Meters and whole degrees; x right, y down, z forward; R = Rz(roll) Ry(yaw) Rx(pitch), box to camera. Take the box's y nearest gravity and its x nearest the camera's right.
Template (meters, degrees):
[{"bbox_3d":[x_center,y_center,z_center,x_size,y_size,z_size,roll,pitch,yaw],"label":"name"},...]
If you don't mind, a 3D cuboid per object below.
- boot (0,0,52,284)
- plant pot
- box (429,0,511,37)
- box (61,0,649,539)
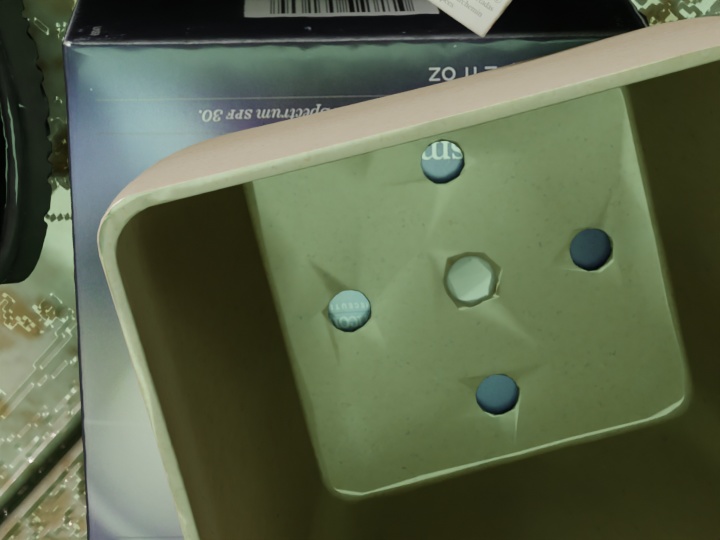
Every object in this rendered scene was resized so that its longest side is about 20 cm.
[{"bbox_3d":[-0.202,-0.083,0.865,0.158,0.079,0.212,-15,98,-24],"label":"boot"},{"bbox_3d":[0.042,0.026,0.752,0.199,0.177,0.200,-14,108,0],"label":"plant pot"},{"bbox_3d":[0.031,-0.125,0.821,0.041,0.200,0.039,35,106,-11],"label":"box"},{"bbox_3d":[0.000,0.000,0.900,0.200,0.123,0.199,-2,108,-1],"label":"box"}]
